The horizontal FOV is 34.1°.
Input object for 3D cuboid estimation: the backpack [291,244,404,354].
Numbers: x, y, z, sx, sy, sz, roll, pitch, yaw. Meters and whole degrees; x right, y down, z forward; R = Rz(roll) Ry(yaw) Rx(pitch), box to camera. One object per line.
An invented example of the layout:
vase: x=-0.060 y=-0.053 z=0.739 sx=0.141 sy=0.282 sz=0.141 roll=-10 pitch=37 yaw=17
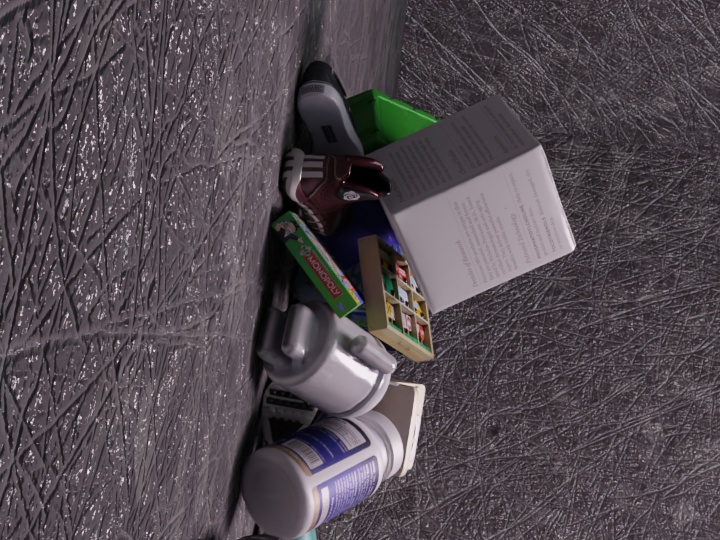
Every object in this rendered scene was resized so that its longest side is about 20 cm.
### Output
backpack: x=0.000 y=0.000 z=1.713 sx=0.147 sy=0.183 sz=0.200 roll=65 pitch=34 yaw=-61

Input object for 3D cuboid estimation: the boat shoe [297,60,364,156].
boat shoe: x=-0.033 y=-0.178 z=1.448 sx=0.200 sy=0.069 sz=0.057 roll=74 pitch=17 yaw=-59

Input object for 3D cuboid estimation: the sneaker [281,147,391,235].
sneaker: x=-0.011 y=-0.089 z=1.417 sx=0.200 sy=0.115 sz=0.076 roll=37 pitch=56 yaw=-69

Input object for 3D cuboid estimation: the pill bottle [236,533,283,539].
pill bottle: x=-0.112 y=0.341 z=1.254 sx=0.200 sy=0.114 sz=0.114 roll=86 pitch=14 yaw=-80

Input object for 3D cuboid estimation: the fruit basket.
fruit basket: x=0.015 y=-0.159 z=1.695 sx=0.216 sy=0.215 sz=0.156 roll=95 pitch=-10 yaw=-61

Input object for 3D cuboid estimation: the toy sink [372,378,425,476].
toy sink: x=0.020 y=0.220 z=1.720 sx=0.112 sy=0.200 sz=0.130 roll=12 pitch=85 yaw=-53

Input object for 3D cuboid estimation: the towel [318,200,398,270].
towel: x=0.024 y=-0.095 z=1.589 sx=0.050 sy=0.200 sz=0.148 roll=-117 pitch=-177 yaw=-50

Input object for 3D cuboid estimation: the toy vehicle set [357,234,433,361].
toy vehicle set: x=0.048 y=0.040 z=1.542 sx=0.200 sy=0.027 sz=0.124 roll=36 pitch=44 yaw=-65

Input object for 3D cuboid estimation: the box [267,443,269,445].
box: x=-0.111 y=0.244 z=1.765 sx=0.200 sy=0.036 sz=0.144 roll=-78 pitch=176 yaw=-74

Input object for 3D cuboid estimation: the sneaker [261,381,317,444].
sneaker: x=-0.093 y=0.166 z=1.587 sx=0.200 sy=0.075 sz=0.081 roll=-77 pitch=-176 yaw=-49

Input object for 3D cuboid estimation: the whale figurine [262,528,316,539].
whale figurine: x=-0.098 y=0.413 z=1.736 sx=0.159 sy=0.104 sz=0.200 roll=81 pitch=29 yaw=-82

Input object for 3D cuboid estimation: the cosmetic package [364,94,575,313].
cosmetic package: x=0.134 y=-0.087 z=1.487 sx=0.167 sy=0.200 sz=0.166 roll=-112 pitch=177 yaw=-57

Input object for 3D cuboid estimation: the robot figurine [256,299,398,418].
robot figurine: x=-0.040 y=0.110 z=1.435 sx=0.200 sy=0.170 sz=0.113 roll=36 pitch=58 yaw=-42

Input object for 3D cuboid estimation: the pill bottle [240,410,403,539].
pill bottle: x=-0.043 y=0.248 z=1.467 sx=0.200 sy=0.116 sz=0.116 roll=-18 pitch=124 yaw=-47

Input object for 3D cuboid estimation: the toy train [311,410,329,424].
toy train: x=-0.063 y=0.240 z=1.613 sx=0.200 sy=0.114 sz=0.087 roll=-53 pitch=130 yaw=-15

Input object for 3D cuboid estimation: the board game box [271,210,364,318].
board game box: x=-0.047 y=-0.006 z=1.422 sx=0.029 sy=0.135 sz=0.200 roll=-37 pitch=179 yaw=2
